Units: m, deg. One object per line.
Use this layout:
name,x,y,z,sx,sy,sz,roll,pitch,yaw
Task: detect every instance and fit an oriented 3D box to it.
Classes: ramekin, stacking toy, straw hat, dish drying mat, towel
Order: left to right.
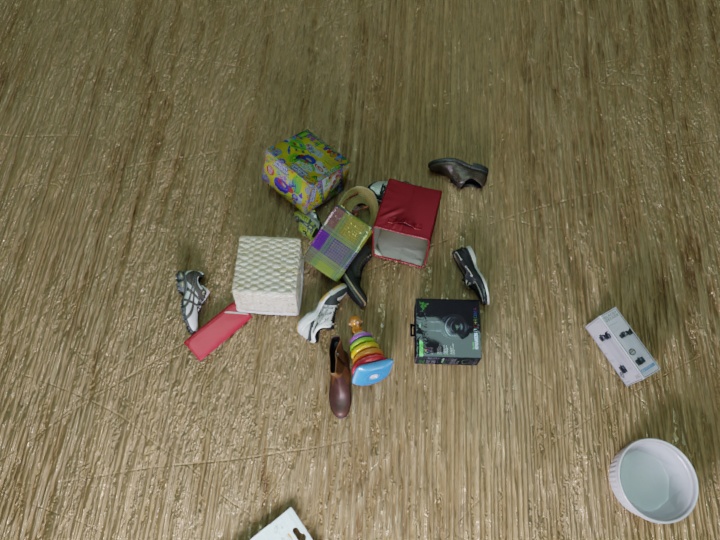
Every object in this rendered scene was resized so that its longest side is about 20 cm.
dish drying mat,-0.422,0.175,1.636,0.200,0.018,0.077,-41,83,-22
towel,-0.066,-0.082,1.644,0.143,0.023,0.201,34,90,16
stacking toy,0.007,0.218,1.586,0.115,0.110,0.201,-10,56,-18
straw hat,0.013,-0.162,1.728,0.200,0.085,0.204,-15,69,42
ramekin,0.746,0.543,1.422,0.197,0.105,0.202,-1,68,2

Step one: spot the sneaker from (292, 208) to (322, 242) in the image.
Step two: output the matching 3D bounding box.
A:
sneaker,-0.150,-0.122,1.736,0.076,0.076,0.201,-28,57,0

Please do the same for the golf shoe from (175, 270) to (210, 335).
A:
golf shoe,-0.497,0.093,1.656,0.093,0.078,0.202,-9,80,-18

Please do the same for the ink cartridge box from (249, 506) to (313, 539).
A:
ink cartridge box,-0.214,0.740,1.412,0.199,0.047,0.160,-35,71,-17

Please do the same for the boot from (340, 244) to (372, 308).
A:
boot,0.000,0.000,1.681,0.137,0.078,0.201,-29,71,-14

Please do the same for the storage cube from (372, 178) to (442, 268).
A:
storage cube,0.141,-0.142,1.666,0.169,0.201,0.181,14,63,8

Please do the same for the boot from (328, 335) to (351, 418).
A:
boot,-0.056,0.294,1.495,0.068,0.200,0.190,7,68,5

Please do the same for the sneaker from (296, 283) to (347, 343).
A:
sneaker,-0.096,0.129,1.627,0.088,0.076,0.200,44,94,11

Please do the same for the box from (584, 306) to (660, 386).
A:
box,0.732,0.214,1.547,0.060,0.117,0.201,-27,69,-9

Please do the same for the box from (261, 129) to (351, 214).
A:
box,-0.173,-0.318,1.748,0.200,0.123,0.192,40,49,16

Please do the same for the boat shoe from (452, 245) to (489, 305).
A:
boat shoe,0.333,0.018,1.660,0.060,0.074,0.202,-15,66,-4

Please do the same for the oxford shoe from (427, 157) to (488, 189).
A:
oxford shoe,0.314,-0.313,1.792,0.198,0.073,0.085,13,71,7

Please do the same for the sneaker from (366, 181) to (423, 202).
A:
sneaker,0.117,-0.260,1.762,0.197,0.088,0.076,9,71,7

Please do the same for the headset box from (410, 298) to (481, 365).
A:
headset box,0.241,0.177,1.590,0.197,0.093,0.176,2,68,3

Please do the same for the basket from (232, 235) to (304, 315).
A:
basket,-0.272,0.013,1.627,0.197,0.161,0.200,3,66,-2
